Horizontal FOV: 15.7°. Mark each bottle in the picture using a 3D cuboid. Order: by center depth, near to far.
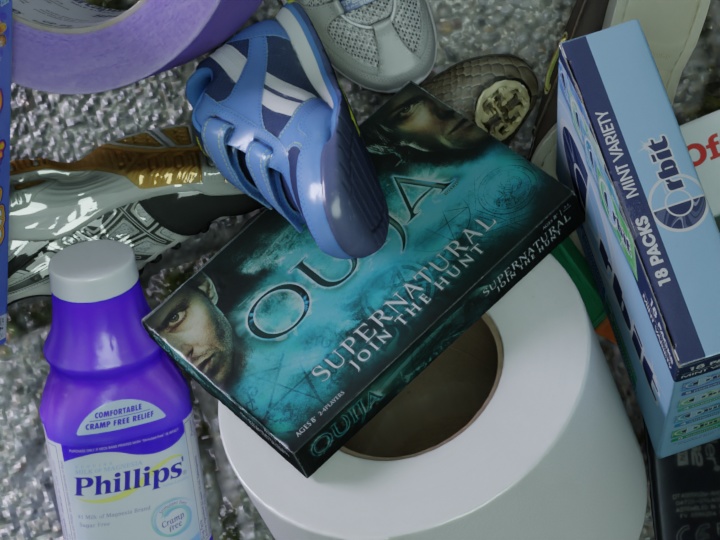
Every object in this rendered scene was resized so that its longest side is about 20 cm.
[{"bbox_3d":[-0.131,0.082,1.419,0.083,0.065,0.201,-11,117,-9],"label":"bottle"}]

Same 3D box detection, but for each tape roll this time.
[{"bbox_3d":[-0.141,-0.197,1.369,0.199,0.085,0.201,4,104,16],"label":"tape roll"},{"bbox_3d":[0.040,0.091,1.376,0.202,0.203,0.139,-28,139,-1],"label":"tape roll"}]

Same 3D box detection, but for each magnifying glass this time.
[{"bbox_3d":[0.119,0.013,1.468,0.199,0.022,0.080,30,127,-15],"label":"magnifying glass"}]

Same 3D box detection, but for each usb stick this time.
[{"bbox_3d":[0.179,0.073,1.414,0.055,0.033,0.201,-3,64,0],"label":"usb stick"}]

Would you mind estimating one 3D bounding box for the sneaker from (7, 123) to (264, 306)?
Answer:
[{"bbox_3d":[-0.133,-0.023,1.440,0.199,0.076,0.088,-10,112,0],"label":"sneaker"}]

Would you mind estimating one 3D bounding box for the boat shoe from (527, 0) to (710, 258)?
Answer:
[{"bbox_3d":[0.134,-0.099,1.447,0.071,0.060,0.201,10,116,-19],"label":"boat shoe"}]

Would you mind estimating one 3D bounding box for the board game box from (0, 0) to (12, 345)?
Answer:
[{"bbox_3d":[-0.251,-0.063,1.375,0.134,0.045,0.201,14,113,26],"label":"board game box"}]

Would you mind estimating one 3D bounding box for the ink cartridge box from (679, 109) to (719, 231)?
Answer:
[{"bbox_3d":[0.252,0.000,1.353,0.146,0.083,0.201,-22,77,15],"label":"ink cartridge box"}]

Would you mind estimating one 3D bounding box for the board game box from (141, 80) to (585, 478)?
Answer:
[{"bbox_3d":[0.000,0.000,1.353,0.200,0.135,0.028,-42,141,-13],"label":"board game box"}]

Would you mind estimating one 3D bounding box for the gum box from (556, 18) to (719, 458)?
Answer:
[{"bbox_3d":[0.145,-0.010,1.313,0.044,0.200,0.171,-18,73,-1],"label":"gum box"}]

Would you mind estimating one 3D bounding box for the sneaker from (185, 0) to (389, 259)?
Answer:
[{"bbox_3d":[-0.039,-0.062,1.350,0.082,0.200,0.074,-23,124,0],"label":"sneaker"}]

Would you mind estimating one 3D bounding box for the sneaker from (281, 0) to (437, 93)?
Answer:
[{"bbox_3d":[-0.020,-0.185,1.416,0.075,0.082,0.201,-29,98,-1],"label":"sneaker"}]

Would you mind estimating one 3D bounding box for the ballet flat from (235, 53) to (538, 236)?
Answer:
[{"bbox_3d":[0.017,-0.048,1.445,0.200,0.046,0.067,-34,125,1],"label":"ballet flat"}]
